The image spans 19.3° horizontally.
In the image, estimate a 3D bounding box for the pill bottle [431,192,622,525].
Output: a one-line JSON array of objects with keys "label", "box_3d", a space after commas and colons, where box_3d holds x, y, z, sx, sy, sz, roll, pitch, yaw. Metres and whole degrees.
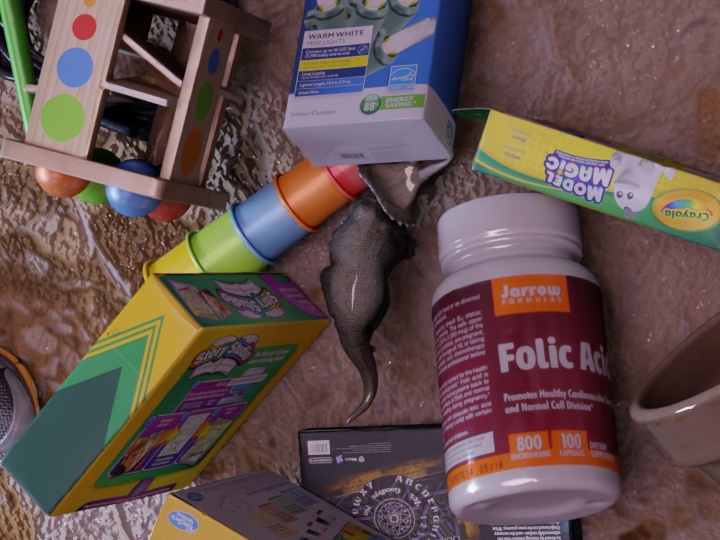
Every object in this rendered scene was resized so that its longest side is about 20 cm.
[{"label": "pill bottle", "box_3d": [0.106, 0.058, 1.390, 0.114, 0.114, 0.200, -13, 70, 22]}]

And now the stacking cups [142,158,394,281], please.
[{"label": "stacking cups", "box_3d": [-0.064, -0.039, 1.506, 0.200, 0.060, 0.061, -38, 77, 18]}]

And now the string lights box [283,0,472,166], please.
[{"label": "string lights box", "box_3d": [0.018, -0.173, 1.430, 0.103, 0.059, 0.200, -3, 64, 23]}]

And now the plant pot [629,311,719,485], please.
[{"label": "plant pot", "box_3d": [0.294, 0.100, 1.304, 0.200, 0.200, 0.175, -33, 95, 20]}]

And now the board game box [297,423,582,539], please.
[{"label": "board game box", "box_3d": [0.055, 0.174, 1.476, 0.200, 0.028, 0.135, -3, 90, 22]}]

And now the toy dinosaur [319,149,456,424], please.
[{"label": "toy dinosaur", "box_3d": [0.000, 0.000, 1.442, 0.077, 0.102, 0.200, 20, 77, 10]}]

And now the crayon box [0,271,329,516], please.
[{"label": "crayon box", "box_3d": [-0.131, 0.081, 1.460, 0.058, 0.200, 0.173, 44, 106, 17]}]

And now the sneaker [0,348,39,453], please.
[{"label": "sneaker", "box_3d": [-0.330, 0.074, 1.611, 0.200, 0.077, 0.078, 35, 102, 17]}]

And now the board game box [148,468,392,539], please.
[{"label": "board game box", "box_3d": [-0.021, 0.203, 1.410, 0.200, 0.153, 0.040, 28, 102, 20]}]

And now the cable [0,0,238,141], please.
[{"label": "cable", "box_3d": [-0.189, -0.191, 1.562, 0.200, 0.051, 0.163, 23, 99, 21]}]

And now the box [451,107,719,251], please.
[{"label": "box", "box_3d": [0.161, -0.062, 1.381, 0.200, 0.117, 0.048, 22, 98, 22]}]

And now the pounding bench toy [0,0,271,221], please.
[{"label": "pounding bench toy", "box_3d": [-0.190, -0.127, 1.474, 0.200, 0.124, 0.156, 15, 92, 18]}]
